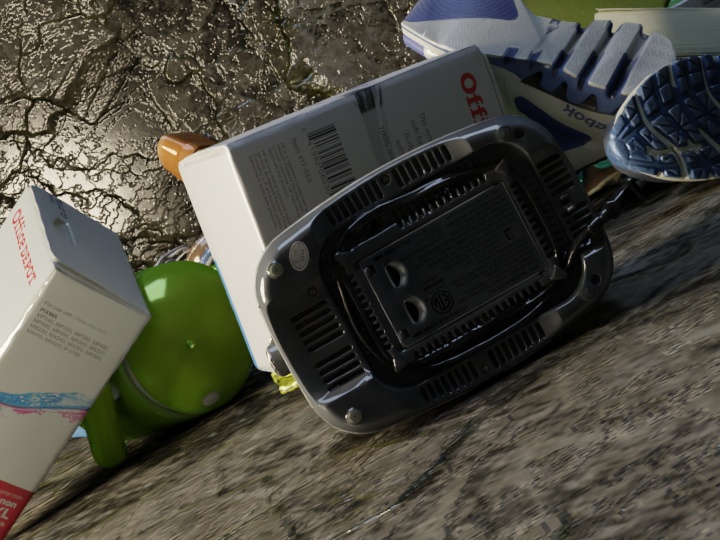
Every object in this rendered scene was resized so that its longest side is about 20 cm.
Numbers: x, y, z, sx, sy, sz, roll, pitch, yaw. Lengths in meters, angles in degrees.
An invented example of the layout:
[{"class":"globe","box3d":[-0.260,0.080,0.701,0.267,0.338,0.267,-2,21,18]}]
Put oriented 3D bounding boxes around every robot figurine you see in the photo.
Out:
[{"class":"robot figurine","box3d":[-0.158,0.061,1.144,0.199,0.116,0.175,-22,14,46]}]

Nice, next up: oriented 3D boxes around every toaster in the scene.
[{"class":"toaster","box3d":[0.041,-0.005,0.771,0.198,0.115,0.129,-30,3,-1]}]

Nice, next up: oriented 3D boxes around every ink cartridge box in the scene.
[{"class":"ink cartridge box","box3d":[-0.243,0.063,1.070,0.201,0.082,0.146,-54,29,11]},{"class":"ink cartridge box","box3d":[0.005,-0.041,0.977,0.198,0.148,0.086,-25,9,-29]}]

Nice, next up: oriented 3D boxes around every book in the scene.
[{"class":"book","box3d":[0.281,-0.177,1.125,0.132,0.049,0.200,-6,8,-21]}]

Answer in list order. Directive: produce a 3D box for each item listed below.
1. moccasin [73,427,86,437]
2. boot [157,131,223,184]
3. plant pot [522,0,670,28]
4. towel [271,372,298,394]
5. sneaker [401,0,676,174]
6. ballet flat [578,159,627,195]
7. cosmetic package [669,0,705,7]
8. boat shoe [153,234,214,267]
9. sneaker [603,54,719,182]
[{"class":"moccasin","box3d":[-0.181,0.092,1.273,0.197,0.082,0.068,-17,-1,3]},{"class":"boot","box3d":[-0.111,-0.079,1.313,0.074,0.154,0.200,-54,-13,-10]},{"class":"plant pot","box3d":[0.189,-0.206,1.408,0.187,0.203,0.200,2,9,4]},{"class":"towel","box3d":[0.023,0.031,1.054,0.085,0.018,0.200,-18,10,35]},{"class":"sneaker","box3d":[0.121,-0.121,1.051,0.198,0.116,0.081,23,54,26]},{"class":"ballet flat","box3d":[0.188,-0.086,1.133,0.062,0.069,0.199,2,-7,-28]},{"class":"cosmetic package","box3d":[0.262,-0.197,1.552,0.198,0.086,0.108,-28,9,-5]},{"class":"boat shoe","box3d":[-0.153,0.020,1.343,0.072,0.072,0.201,-34,-18,-32]},{"class":"sneaker","box3d":[0.225,-0.096,0.961,0.198,0.078,0.085,-23,-8,-29]}]
